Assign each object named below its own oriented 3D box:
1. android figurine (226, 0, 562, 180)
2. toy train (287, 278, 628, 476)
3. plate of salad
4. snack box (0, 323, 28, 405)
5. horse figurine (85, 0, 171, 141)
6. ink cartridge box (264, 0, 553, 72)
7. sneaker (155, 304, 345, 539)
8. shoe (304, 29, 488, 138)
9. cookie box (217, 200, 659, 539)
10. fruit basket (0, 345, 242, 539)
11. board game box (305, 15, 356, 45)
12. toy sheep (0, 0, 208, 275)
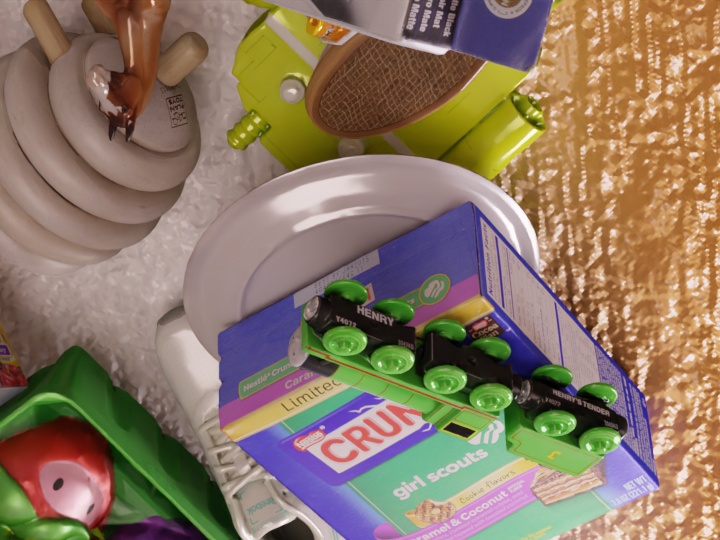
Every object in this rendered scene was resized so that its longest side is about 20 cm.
[{"bbox_3d":[0.012,-0.117,1.316,0.200,0.041,0.182,-40,102,22],"label":"android figurine"},{"bbox_3d":[0.049,0.058,1.243,0.199,0.042,0.056,22,138,-26],"label":"toy train"},{"bbox_3d":[0.000,0.000,1.344,0.199,0.048,0.201,-5,139,-4],"label":"plate of salad"},{"bbox_3d":[-0.304,0.056,1.416,0.200,0.053,0.143,-34,74,23],"label":"snack box"},{"bbox_3d":[-0.120,-0.184,1.242,0.050,0.201,0.133,-10,139,15],"label":"horse figurine"},{"bbox_3d":[0.015,-0.215,1.172,0.199,0.041,0.201,18,100,25],"label":"ink cartridge box"},{"bbox_3d":[-0.056,0.108,1.413,0.070,0.080,0.201,-27,106,23],"label":"sneaker"},{"bbox_3d":[0.047,-0.144,1.256,0.070,0.054,0.200,36,117,-28],"label":"shoe"},{"bbox_3d":[0.044,0.078,1.341,0.171,0.075,0.200,-28,132,21],"label":"cookie box"},{"bbox_3d":[-0.164,0.175,1.386,0.155,0.216,0.216,-34,105,23],"label":"fruit basket"},{"bbox_3d":[0.004,-0.250,1.213,0.200,0.026,0.201,-36,77,24],"label":"board game box"},{"bbox_3d":[-0.154,-0.072,1.320,0.138,0.138,0.200,44,128,-11],"label":"toy sheep"}]
